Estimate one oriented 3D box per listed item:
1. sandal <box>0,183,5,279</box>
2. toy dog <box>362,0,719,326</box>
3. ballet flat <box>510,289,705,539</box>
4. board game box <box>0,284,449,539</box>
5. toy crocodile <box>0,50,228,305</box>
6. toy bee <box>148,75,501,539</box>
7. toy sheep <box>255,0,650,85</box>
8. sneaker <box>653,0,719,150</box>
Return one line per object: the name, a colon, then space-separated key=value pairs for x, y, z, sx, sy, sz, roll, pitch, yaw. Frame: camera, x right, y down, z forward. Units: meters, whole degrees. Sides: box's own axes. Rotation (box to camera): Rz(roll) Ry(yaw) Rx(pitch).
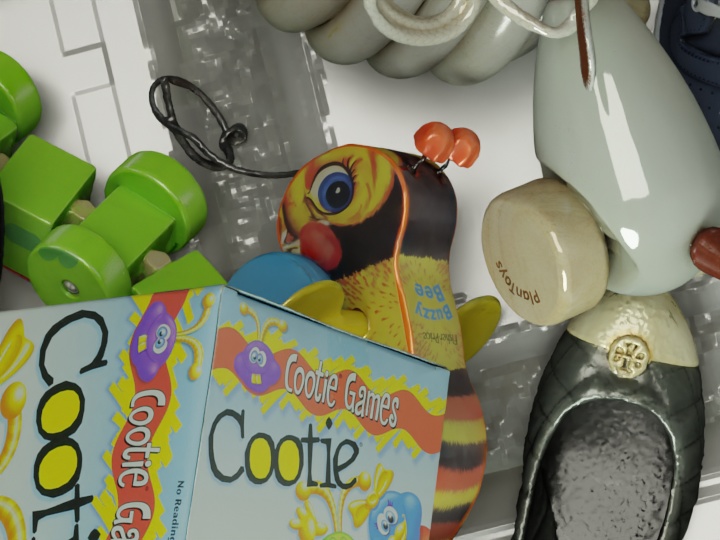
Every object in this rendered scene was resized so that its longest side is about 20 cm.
sandal: x=-0.169 y=0.016 z=0.986 sx=0.075 sy=0.048 sz=0.201 roll=9 pitch=113 yaw=19
toy dog: x=0.095 y=-0.065 z=0.921 sx=0.132 sy=0.200 sz=0.096 roll=-42 pitch=36 yaw=-23
ballet flat: x=0.083 y=0.101 z=0.985 sx=0.066 sy=0.057 sz=0.201 roll=13 pitch=89 yaw=7
board game box: x=-0.083 y=0.074 z=0.888 sx=0.200 sy=0.105 sz=0.103 roll=-7 pitch=69 yaw=44
toy crocodile: x=-0.126 y=-0.025 z=1.025 sx=0.200 sy=0.062 sz=0.068 roll=33 pitch=49 yaw=10
toy bee: x=0.000 y=0.000 z=0.966 sx=0.109 sy=0.131 sz=0.200 roll=-32 pitch=91 yaw=29
toy sheep: x=0.019 y=-0.133 z=0.983 sx=0.200 sy=0.138 sz=0.138 roll=22 pitch=87 yaw=-14
sneaker: x=0.147 y=-0.125 z=0.975 sx=0.070 sy=0.108 sz=0.201 roll=13 pitch=87 yaw=8
